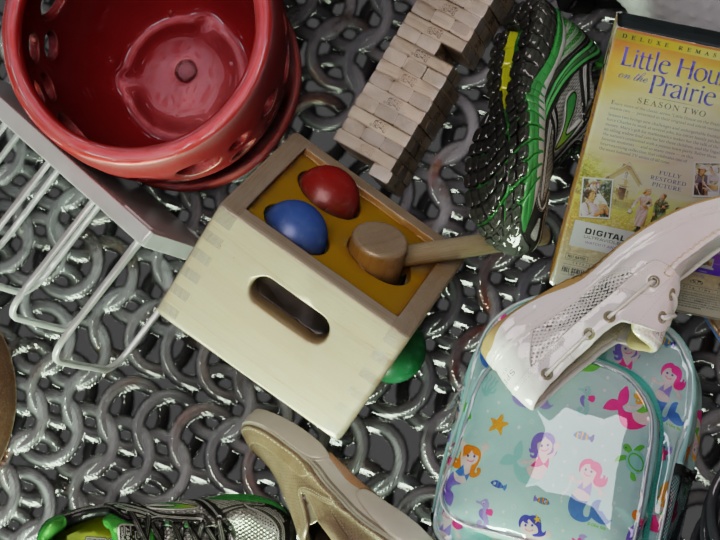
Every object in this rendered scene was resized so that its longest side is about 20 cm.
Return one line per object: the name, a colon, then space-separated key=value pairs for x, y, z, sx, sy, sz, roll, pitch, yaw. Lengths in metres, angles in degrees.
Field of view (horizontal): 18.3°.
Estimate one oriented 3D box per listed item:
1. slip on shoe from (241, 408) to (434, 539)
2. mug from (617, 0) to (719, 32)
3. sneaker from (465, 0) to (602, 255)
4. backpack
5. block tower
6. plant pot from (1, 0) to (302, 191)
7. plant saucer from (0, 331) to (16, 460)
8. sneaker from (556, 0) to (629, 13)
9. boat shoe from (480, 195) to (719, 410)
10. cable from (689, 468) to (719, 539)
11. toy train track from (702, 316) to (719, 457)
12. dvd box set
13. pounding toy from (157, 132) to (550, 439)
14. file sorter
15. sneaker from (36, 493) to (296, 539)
slip on shoe: x=-0.025 y=0.171 z=1.600 sx=0.200 sy=0.076 sz=0.061 roll=37 pitch=78 yaw=30
mug: x=0.259 y=-0.209 z=1.510 sx=0.148 sy=0.200 sz=0.175 roll=-47 pitch=114 yaw=-7
sneaker: x=0.133 y=-0.098 z=1.584 sx=0.085 sy=0.078 sz=0.201 roll=26 pitch=60 yaw=-21
backpack: x=0.147 y=0.117 z=1.553 sx=0.176 sy=0.151 sz=0.202 roll=15 pitch=80 yaw=15
block tower: x=0.053 y=-0.158 z=1.663 sx=0.058 sy=0.054 sz=0.201 roll=29 pitch=88 yaw=17
plant pot: x=-0.145 y=-0.157 z=1.637 sx=0.199 sy=0.183 sz=0.202 roll=-1 pitch=80 yaw=7
plant saucer: x=-0.366 y=0.101 z=1.735 sx=0.199 sy=0.037 sz=0.202 roll=-2 pitch=82 yaw=14
sneaker: x=0.152 y=-0.253 z=1.641 sx=0.199 sy=0.077 sz=0.112 roll=27 pitch=79 yaw=10
boat shoe: x=0.179 y=0.025 z=1.474 sx=0.199 sy=0.071 sz=0.070 roll=-33 pitch=69 yaw=-2
cable: x=0.309 y=0.191 z=1.531 sx=0.162 sy=0.051 sz=0.202 roll=16 pitch=103 yaw=21
toy train track: x=0.285 y=0.075 z=1.578 sx=0.114 sy=0.033 sz=0.201 roll=-33 pitch=77 yaw=5
dvd box set: x=0.219 y=-0.067 z=1.510 sx=0.145 sy=0.029 sz=0.201 roll=11 pitch=120 yaw=-1
pounding toy: x=0.000 y=0.000 z=1.576 sx=0.199 sy=0.184 sz=0.143 roll=35 pitch=118 yaw=2
file sorter: x=-0.237 y=-0.036 z=1.673 sx=0.200 sy=0.139 sz=0.125 roll=41 pitch=95 yaw=16
sneaker: x=-0.143 y=0.205 z=1.637 sx=0.198 sy=0.085 sz=0.079 roll=-7 pitch=79 yaw=12
